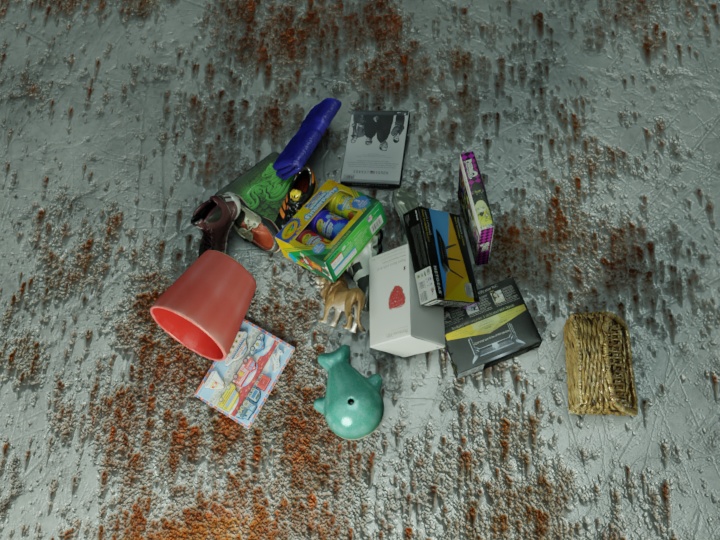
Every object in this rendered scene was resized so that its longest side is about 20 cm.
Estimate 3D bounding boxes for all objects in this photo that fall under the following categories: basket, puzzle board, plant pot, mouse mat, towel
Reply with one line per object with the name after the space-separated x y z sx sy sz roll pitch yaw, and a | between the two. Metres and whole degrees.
0.503 0.188 1.506 0.146 0.143 0.204 0 69 6 | basket
-0.255 0.223 1.623 0.149 0.017 0.202 26 73 13 | puzzle board
-0.330 0.068 1.605 0.198 0.202 0.179 24 64 13 | plant pot
-0.239 -0.180 1.780 0.199 0.008 0.162 -37 71 -10 | mouse mat
-0.131 -0.316 1.750 0.049 0.147 0.202 35 71 -16 | towel

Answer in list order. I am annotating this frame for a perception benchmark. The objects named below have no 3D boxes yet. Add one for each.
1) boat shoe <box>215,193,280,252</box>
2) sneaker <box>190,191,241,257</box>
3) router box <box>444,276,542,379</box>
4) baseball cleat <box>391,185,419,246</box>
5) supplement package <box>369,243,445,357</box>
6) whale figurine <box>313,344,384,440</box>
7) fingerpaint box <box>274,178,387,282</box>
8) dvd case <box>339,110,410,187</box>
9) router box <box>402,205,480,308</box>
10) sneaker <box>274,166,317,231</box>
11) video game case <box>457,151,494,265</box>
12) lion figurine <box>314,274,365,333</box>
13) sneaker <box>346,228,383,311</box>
-0.262 -0.111 1.708 0.200 0.062 0.072 43 109 20 | boat shoe
-0.350 -0.085 1.656 0.075 0.115 0.203 28 107 24 | sneaker
0.271 0.124 1.598 0.197 0.052 0.160 -20 68 -3 | router box
0.105 -0.102 1.689 0.068 0.108 0.202 9 36 -22 | baseball cleat
0.098 0.067 1.574 0.120 0.119 0.204 -20 62 40 | supplement package
-0.028 0.251 1.546 0.156 0.104 0.203 -20 69 -3 | whale figurine
-0.066 -0.095 1.656 0.165 0.074 0.200 26 64 35 | fingerpaint box
0.036 -0.297 1.782 0.147 0.025 0.204 4 69 13 | dvd case
0.171 -0.025 1.554 0.051 0.147 0.204 -25 68 41 | router box
-0.157 -0.149 1.711 0.069 0.090 0.203 17 74 6 | sneaker
0.252 -0.132 1.618 0.035 0.201 0.185 -12 69 1 | video game case
-0.033 0.064 1.600 0.198 0.072 0.125 11 80 51 | lion figurine
0.000 0.000 1.662 0.087 0.074 0.203 0 61 11 | sneaker
